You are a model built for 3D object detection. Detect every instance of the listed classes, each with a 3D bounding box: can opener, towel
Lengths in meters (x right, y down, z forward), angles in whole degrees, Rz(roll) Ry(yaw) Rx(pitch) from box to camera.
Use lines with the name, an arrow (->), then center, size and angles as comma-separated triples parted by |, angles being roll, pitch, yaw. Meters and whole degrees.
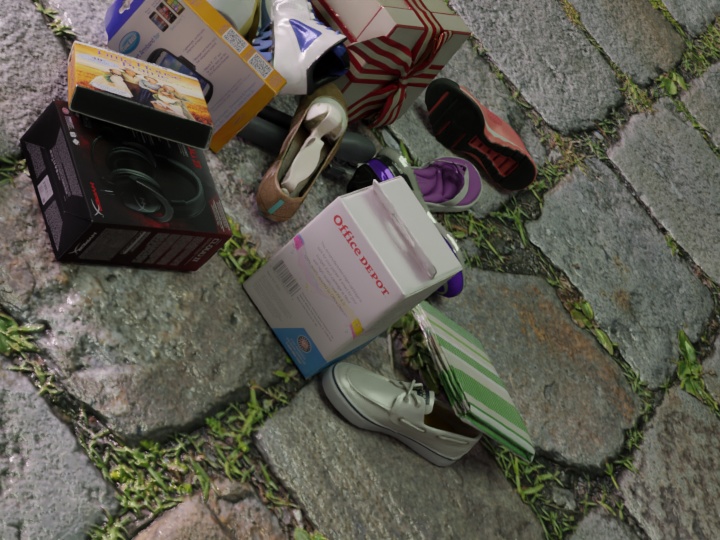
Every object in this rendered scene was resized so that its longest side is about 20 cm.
can opener -> -0.070, -0.169, 1.843 | 0.200, 0.067, 0.053 | 21, 44, -36
towel -> 0.126, 0.123, 1.778 | 0.152, 0.023, 0.200 | 34, 21, -42

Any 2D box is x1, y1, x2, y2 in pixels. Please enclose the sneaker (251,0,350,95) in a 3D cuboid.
sneaker -> -0.066, -0.275, 1.823 | 0.115, 0.081, 0.200 | 6, 57, 2

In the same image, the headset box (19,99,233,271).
headset box -> -0.231, -0.083, 1.582 | 0.200, 0.077, 0.149 | 5, 55, -44

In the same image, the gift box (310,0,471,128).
gift box -> -0.001, -0.290, 1.942 | 0.200, 0.185, 0.187 | -11, 58, -48

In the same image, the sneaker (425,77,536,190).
sneaker -> 0.162, -0.194, 2.138 | 0.200, 0.074, 0.087 | 43, 22, -18

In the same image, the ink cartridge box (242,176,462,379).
ink cartridge box -> 0.000, 0.000, 1.654 | 0.129, 0.200, 0.125 | 56, 36, 7

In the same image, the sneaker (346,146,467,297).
sneaker -> 0.046, -0.041, 1.866 | 0.099, 0.070, 0.200 | -36, 97, -35

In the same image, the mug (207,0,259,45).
mug -> -0.166, -0.337, 1.831 | 0.186, 0.149, 0.154 | 20, 53, -27

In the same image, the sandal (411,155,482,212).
sandal -> 0.110, -0.117, 2.010 | 0.202, 0.050, 0.083 | -19, 73, -53

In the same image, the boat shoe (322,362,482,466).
boat shoe -> 0.051, 0.148, 1.690 | 0.200, 0.070, 0.071 | 33, 39, -24

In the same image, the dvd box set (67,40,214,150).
dvd box set -> -0.232, -0.185, 1.605 | 0.146, 0.029, 0.200 | 16, 17, -16

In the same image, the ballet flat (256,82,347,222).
ballet flat -> -0.057, -0.145, 1.772 | 0.068, 0.072, 0.200 | 36, 62, -13

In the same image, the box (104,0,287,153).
box -> -0.192, -0.241, 1.729 | 0.200, 0.119, 0.041 | 46, 35, -8
